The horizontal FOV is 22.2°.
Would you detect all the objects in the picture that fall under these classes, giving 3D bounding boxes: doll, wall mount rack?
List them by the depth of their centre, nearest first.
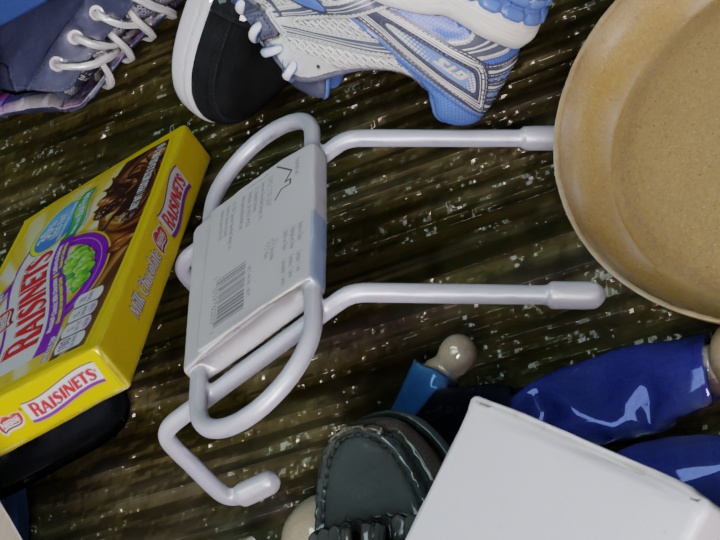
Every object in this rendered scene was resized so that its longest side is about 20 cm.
[{"bbox_3d":[0.055,0.085,0.687,0.198,0.048,0.138,-18,59,25],"label":"doll"},{"bbox_3d":[0.000,0.000,0.725,0.173,0.075,0.201,-34,29,20],"label":"wall mount rack"}]

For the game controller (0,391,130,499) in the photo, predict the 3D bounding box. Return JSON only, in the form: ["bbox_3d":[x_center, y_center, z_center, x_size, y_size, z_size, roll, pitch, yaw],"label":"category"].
[{"bbox_3d":[-0.196,0.039,0.849,0.199,0.104,0.042,33,127,37],"label":"game controller"}]

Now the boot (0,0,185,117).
[{"bbox_3d":[-0.115,-0.125,0.889,0.199,0.072,0.091,-5,70,41],"label":"boot"}]

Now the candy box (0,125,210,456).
[{"bbox_3d":[-0.125,0.010,0.789,0.102,0.026,0.201,-31,22,20],"label":"candy box"}]

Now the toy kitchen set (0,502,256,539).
[{"bbox_3d":[-0.130,0.186,0.729,0.180,0.163,0.201,-33,87,49],"label":"toy kitchen set"}]

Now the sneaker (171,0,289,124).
[{"bbox_3d":[0.007,-0.131,0.804,0.112,0.073,0.201,40,94,35],"label":"sneaker"}]

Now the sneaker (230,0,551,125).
[{"bbox_3d":[-0.026,-0.115,0.752,0.198,0.077,0.086,23,117,9],"label":"sneaker"}]

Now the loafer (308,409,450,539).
[{"bbox_3d":[0.018,0.149,0.632,0.071,0.063,0.202,-16,82,32],"label":"loafer"}]

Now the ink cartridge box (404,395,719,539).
[{"bbox_3d":[0.078,0.145,0.548,0.087,0.200,0.146,21,81,41],"label":"ink cartridge box"}]

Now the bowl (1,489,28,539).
[{"bbox_3d":[-0.245,0.140,0.861,0.199,0.039,0.203,-14,61,27],"label":"bowl"}]

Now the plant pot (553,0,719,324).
[{"bbox_3d":[0.168,-0.060,0.677,0.198,0.028,0.202,-15,52,20],"label":"plant pot"}]

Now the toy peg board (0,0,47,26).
[{"bbox_3d":[-0.201,-0.213,0.832,0.097,0.200,0.200,-26,48,10],"label":"toy peg board"}]
